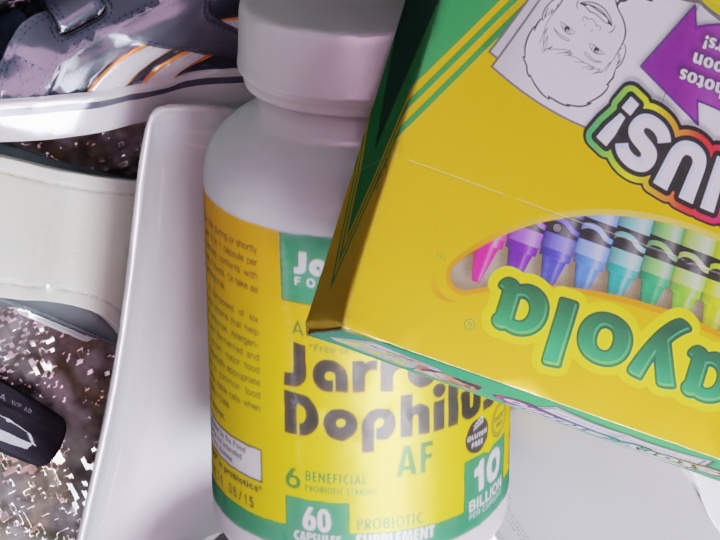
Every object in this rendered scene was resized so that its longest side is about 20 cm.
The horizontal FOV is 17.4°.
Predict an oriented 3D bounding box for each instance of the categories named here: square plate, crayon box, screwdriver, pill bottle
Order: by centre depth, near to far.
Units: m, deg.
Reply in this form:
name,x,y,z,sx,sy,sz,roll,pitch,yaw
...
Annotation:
name,x,y,z,sx,sy,sz,roll,pitch,yaw
crayon box,0.102,-0.030,0.757,0.199,0.058,0.174,19,79,-13
pill bottle,0.000,0.000,0.840,0.112,0.113,0.202,-4,113,-9
screwdriver,-0.206,0.029,0.924,0.199,0.028,0.029,24,73,-20
square plate,-0.019,0.032,0.931,0.197,0.028,0.202,0,109,-35

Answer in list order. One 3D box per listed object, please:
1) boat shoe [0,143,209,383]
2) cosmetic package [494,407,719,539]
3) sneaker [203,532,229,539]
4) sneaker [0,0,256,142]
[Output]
name,x,y,z,sx,sy,sz,roll,pitch,yaw
boat shoe,-0.104,-0.008,0.915,0.199,0.062,0.073,18,93,-36
cosmetic package,0.114,0.075,0.884,0.081,0.200,0.113,-34,96,-21
sneaker,-0.050,0.201,0.913,0.074,0.081,0.202,0,86,-6
sneaker,-0.081,-0.099,0.884,0.198,0.078,0.080,-9,114,-19
